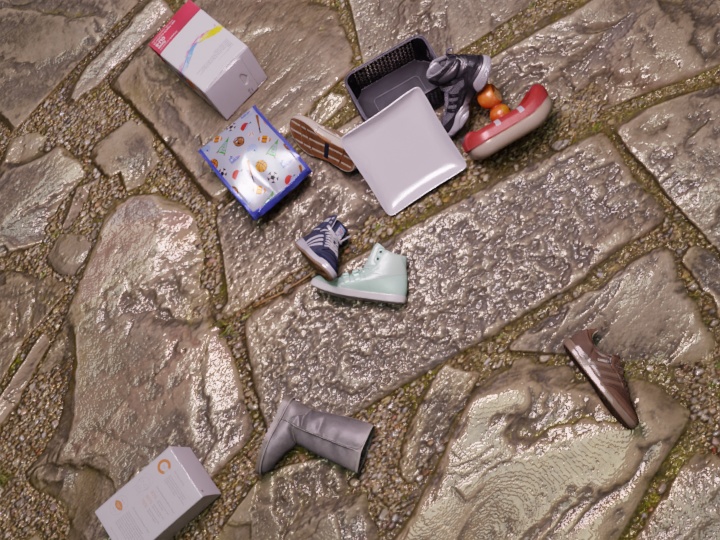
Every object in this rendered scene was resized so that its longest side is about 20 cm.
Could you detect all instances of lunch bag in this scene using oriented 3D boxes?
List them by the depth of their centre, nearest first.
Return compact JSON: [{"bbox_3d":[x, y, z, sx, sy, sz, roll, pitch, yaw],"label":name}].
[{"bbox_3d":[-0.222,-0.225,1.587,0.170,0.124,0.200,-42,64,-2],"label":"lunch bag"}]

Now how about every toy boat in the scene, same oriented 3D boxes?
[{"bbox_3d":[0.287,-0.323,1.488,0.200,0.131,0.131,-30,93,2],"label":"toy boat"}]

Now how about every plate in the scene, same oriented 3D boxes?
[{"bbox_3d":[0.090,-0.249,1.531,0.200,0.032,0.200,-33,103,7],"label":"plate"}]

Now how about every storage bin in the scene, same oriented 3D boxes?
[{"bbox_3d":[0.082,-0.397,1.581,0.200,0.094,0.136,-28,72,3],"label":"storage bin"}]

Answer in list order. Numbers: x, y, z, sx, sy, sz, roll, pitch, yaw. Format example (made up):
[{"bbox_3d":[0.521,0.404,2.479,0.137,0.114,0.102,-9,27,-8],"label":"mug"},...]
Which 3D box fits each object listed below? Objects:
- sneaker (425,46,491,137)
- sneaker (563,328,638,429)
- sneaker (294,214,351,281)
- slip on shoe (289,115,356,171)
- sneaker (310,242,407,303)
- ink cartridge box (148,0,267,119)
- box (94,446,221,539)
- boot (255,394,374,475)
[{"bbox_3d":[0.179,-0.368,1.488,0.113,0.200,0.076,17,46,-11],"label":"sneaker"},{"bbox_3d":[0.467,0.198,1.359,0.075,0.070,0.200,-34,72,1],"label":"sneaker"},{"bbox_3d":[-0.062,-0.051,1.489,0.108,0.200,0.070,-37,115,-6],"label":"sneaker"},{"bbox_3d":[-0.070,-0.286,1.605,0.200,0.076,0.061,31,44,25],"label":"slip on shoe"},{"bbox_3d":[0.000,0.000,1.504,0.200,0.074,0.119,7,84,3],"label":"sneaker"},{"bbox_3d":[-0.344,-0.478,1.663,0.200,0.145,0.145,41,87,19],"label":"ink cartridge box"},{"bbox_3d":[-0.404,0.466,1.460,0.200,0.097,0.124,-41,71,0],"label":"box"},{"bbox_3d":[-0.091,0.355,1.445,0.199,0.073,0.182,23,83,10],"label":"boot"}]
